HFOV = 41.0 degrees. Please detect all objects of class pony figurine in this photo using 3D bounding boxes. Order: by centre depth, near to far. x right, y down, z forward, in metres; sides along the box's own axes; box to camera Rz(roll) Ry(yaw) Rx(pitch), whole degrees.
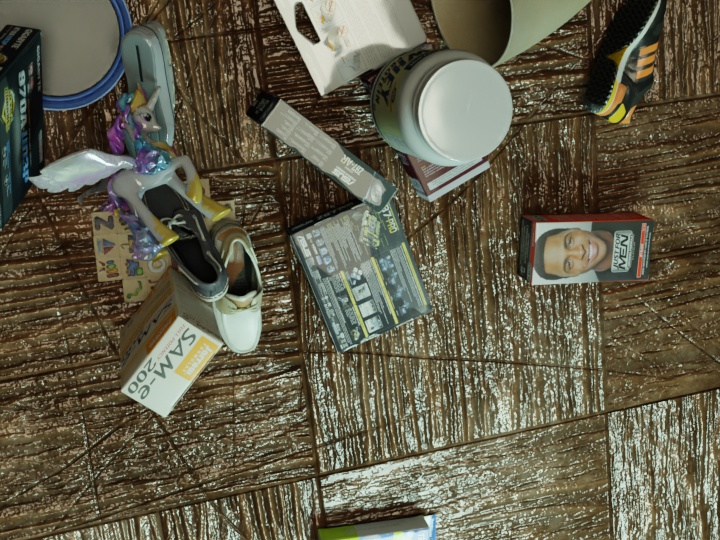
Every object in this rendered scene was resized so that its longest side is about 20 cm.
[{"bbox_3d":[-0.293,-0.115,1.234,0.193,0.167,0.200,-33,86,7],"label":"pony figurine"}]

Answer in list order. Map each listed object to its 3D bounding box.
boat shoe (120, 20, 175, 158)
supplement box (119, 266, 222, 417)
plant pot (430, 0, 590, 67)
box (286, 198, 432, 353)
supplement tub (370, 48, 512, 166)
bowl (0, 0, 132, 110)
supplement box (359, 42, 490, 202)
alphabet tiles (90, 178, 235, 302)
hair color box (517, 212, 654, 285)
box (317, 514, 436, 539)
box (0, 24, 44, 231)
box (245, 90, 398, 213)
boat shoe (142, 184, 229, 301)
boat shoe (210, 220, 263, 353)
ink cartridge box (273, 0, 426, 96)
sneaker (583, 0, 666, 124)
[{"bbox_3d":[-0.272,-0.232,1.282,0.073,0.067,0.201,17,126,11],"label":"boat shoe"},{"bbox_3d":[-0.259,0.090,1.295,0.073,0.200,0.126,36,96,-23],"label":"supplement box"},{"bbox_3d":[0.229,-0.393,1.330,0.199,0.187,0.188,-21,109,-23],"label":"plant pot"},{"bbox_3d":[0.000,0.000,1.425,0.161,0.049,0.201,-24,108,-6],"label":"box"},{"bbox_3d":[0.103,-0.214,1.253,0.144,0.200,0.146,-3,103,-14],"label":"supplement tub"},{"bbox_3d":[-0.397,-0.309,1.249,0.200,0.039,0.201,-3,104,-13],"label":"bowl"},{"bbox_3d":[0.093,-0.213,1.388,0.109,0.061,0.200,-30,110,-6],"label":"supplement box"},{"bbox_3d":[-0.275,-0.043,1.365,0.199,0.006,0.167,-6,105,-13],"label":"alphabet tiles"},{"bbox_3d":[0.350,-0.035,1.500,0.199,0.061,0.102,-3,105,-13],"label":"hair color box"},{"bbox_3d":[0.033,0.466,1.551,0.199,0.048,0.122,-4,105,-13],"label":"box"},{"bbox_3d":[-0.434,-0.174,1.173,0.046,0.159,0.201,11,126,-3],"label":"box"},{"bbox_3d":[-0.055,-0.163,1.310,0.200,0.160,0.044,36,93,-20],"label":"box"},{"bbox_3d":[-0.239,-0.053,1.303,0.073,0.063,0.200,-29,81,-12],"label":"boat shoe"},{"bbox_3d":[-0.177,0.033,1.371,0.074,0.068,0.201,-14,113,-16],"label":"boat shoe"},{"bbox_3d":[-0.025,-0.368,1.328,0.173,0.044,0.200,-29,109,-5],"label":"ink cartridge box"},{"bbox_3d":[0.413,-0.317,1.449,0.090,0.070,0.201,20,98,-33],"label":"sneaker"}]
